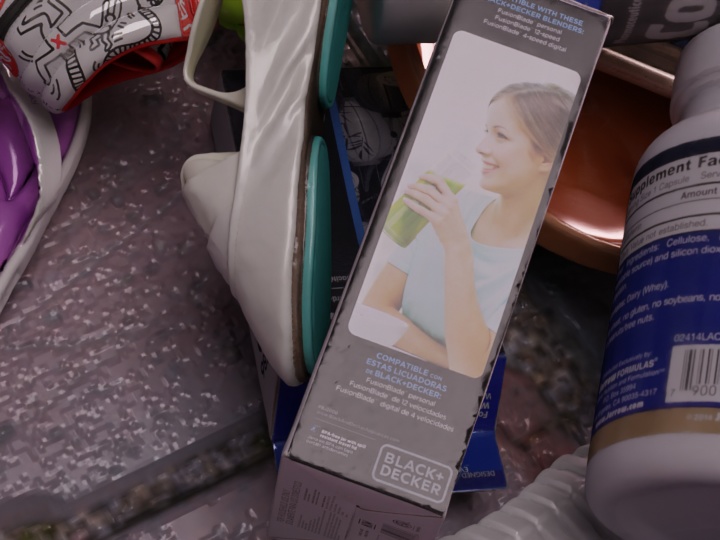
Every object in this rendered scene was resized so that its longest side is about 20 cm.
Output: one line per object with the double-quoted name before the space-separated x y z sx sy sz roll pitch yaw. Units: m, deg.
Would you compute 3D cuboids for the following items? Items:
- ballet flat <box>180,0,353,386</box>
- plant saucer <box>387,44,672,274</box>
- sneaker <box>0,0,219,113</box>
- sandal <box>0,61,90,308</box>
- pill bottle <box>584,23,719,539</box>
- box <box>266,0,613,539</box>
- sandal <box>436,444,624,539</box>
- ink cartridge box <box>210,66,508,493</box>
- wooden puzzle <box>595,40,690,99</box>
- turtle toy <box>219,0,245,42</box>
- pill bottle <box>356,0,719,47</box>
"ballet flat" -0.038 -0.056 0.807 0.069 0.069 0.202 6 82 -11
"plant saucer" 0.097 -0.084 0.930 0.199 0.032 0.202 18 52 -24
"sneaker" -0.080 -0.151 0.855 0.201 0.067 0.108 -41 91 -19
"sandal" -0.157 -0.048 0.851 0.082 0.050 0.204 12 59 -7
"pill bottle" 0.157 0.008 0.810 0.115 0.116 0.202 15 65 -5
"box" 0.028 0.004 0.768 0.060 0.117 0.201 20 70 3
"sandal" 0.060 0.136 0.812 0.202 0.050 0.082 -26 49 -37
"ink cartridge box" 0.000 0.000 0.865 0.099 0.039 0.201 -3 55 -16
"wooden puzzle" 0.176 -0.153 0.973 0.184 0.046 0.201 19 53 -22
"turtle toy" -0.019 -0.192 0.941 0.145 0.101 0.201 8 55 26
"pill bottle" 0.098 -0.148 0.845 0.198 0.114 0.115 -6 63 -8
